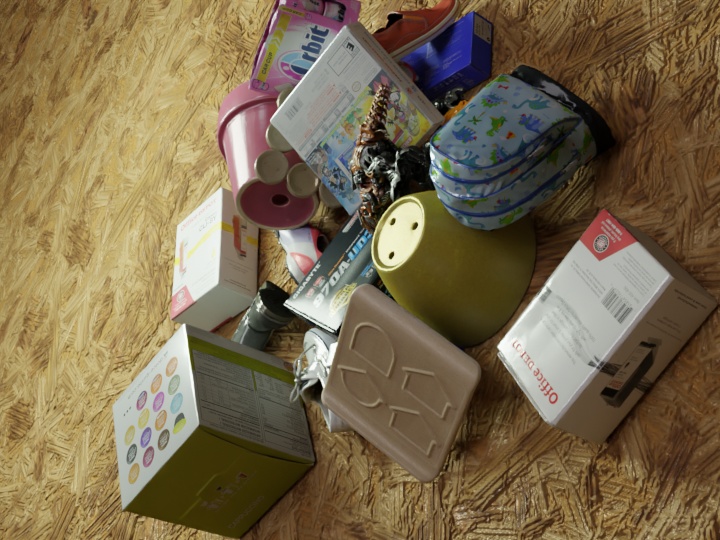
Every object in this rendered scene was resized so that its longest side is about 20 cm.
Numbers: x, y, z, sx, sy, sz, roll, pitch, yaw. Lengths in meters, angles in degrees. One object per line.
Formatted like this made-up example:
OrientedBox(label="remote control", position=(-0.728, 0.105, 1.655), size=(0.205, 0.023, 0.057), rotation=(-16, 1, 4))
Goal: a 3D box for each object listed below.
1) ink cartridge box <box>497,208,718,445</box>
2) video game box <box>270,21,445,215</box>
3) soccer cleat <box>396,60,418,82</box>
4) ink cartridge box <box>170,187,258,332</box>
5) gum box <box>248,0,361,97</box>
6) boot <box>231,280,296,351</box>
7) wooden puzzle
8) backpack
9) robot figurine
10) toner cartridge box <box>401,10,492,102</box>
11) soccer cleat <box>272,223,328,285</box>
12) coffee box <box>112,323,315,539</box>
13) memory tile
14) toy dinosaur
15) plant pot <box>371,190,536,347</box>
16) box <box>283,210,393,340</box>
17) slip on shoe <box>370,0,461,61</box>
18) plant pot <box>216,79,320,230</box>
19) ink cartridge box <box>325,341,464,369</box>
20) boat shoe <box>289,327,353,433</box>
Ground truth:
OrientedBox(label="ink cartridge box", position=(0.257, 0.060, 1.286), size=(0.200, 0.083, 0.147), rotation=(-54, 34, 16))
OrientedBox(label="video game box", position=(-0.007, -0.207, 1.664), size=(0.182, 0.047, 0.200), rotation=(51, 127, 8))
OrientedBox(label="soccer cleat", position=(0.015, -0.299, 1.775), size=(0.069, 0.085, 0.200), rotation=(-57, 33, 12))
OrientedBox(label="ink cartridge box", position=(-0.246, -0.016, 2.046), size=(0.145, 0.083, 0.201), rotation=(-35, 44, 39))
OrientedBox(label="gum box", position=(-0.081, -0.323, 1.729), size=(0.200, 0.113, 0.066), rotation=(125, 157, -59))
OrientedBox(label="boot", position=(-0.176, 0.122, 1.846), size=(0.200, 0.072, 0.182), rotation=(-54, 4, 6))
OrientedBox(label="wooden puzzle", position=(0.050, 0.132, 1.450), size=(0.185, 0.046, 0.201), rotation=(36, 132, 20))
OrientedBox(label="backpack", position=(0.172, -0.141, 1.425), size=(0.200, 0.154, 0.163), rotation=(-48, 55, 0))
OrientedBox(label="robot figurine", position=(0.141, -0.176, 1.623), size=(0.200, 0.058, 0.146), rotation=(-2, 68, 54))
OrientedBox(label="toner cartridge box", position=(0.106, -0.288, 1.757), size=(0.200, 0.043, 0.095), rotation=(-24, 49, 46))
OrientedBox(label="soccer cleat", position=(-0.086, -0.044, 1.870), size=(0.073, 0.068, 0.200), rotation=(-32, 36, 6))
OrientedBox(label="coffee box", position=(-0.214, 0.235, 1.734), size=(0.200, 0.199, 0.198), rotation=(-47, 38, 26))
OrientedBox(label="memory tile", position=(-0.044, -0.170, 1.766), size=(0.017, 0.199, 0.154), rotation=(160, 129, -76))
OrientedBox(label="toy dinosaur", position=(0.029, -0.138, 1.591), size=(0.135, 0.201, 0.102), rotation=(22, 54, 42))
OrientedBox(label="plant pot", position=(0.098, -0.021, 1.509), size=(0.200, 0.142, 0.201), rotation=(-33, 44, 40))
OrientedBox(label="box", position=(0.000, 0.000, 1.680), size=(0.200, 0.046, 0.159), rotation=(-53, 31, -8))
OrientedBox(label="slip on shoe", position=(0.068, -0.345, 1.716), size=(0.200, 0.061, 0.074), rotation=(-36, 14, -28))
OrientedBox(label="plant pot", position=(-0.125, -0.170, 1.859), size=(0.200, 0.199, 0.180), rotation=(-36, 39, 37))
OrientedBox(label="ink cartridge box", position=(0.055, 0.108, 1.528), size=(0.200, 0.099, 0.039), rotation=(-17, 54, 48))
OrientedBox(label="boat shoe", position=(-0.059, 0.155, 1.658), size=(0.202, 0.086, 0.075), rotation=(-122, 23, -47))
